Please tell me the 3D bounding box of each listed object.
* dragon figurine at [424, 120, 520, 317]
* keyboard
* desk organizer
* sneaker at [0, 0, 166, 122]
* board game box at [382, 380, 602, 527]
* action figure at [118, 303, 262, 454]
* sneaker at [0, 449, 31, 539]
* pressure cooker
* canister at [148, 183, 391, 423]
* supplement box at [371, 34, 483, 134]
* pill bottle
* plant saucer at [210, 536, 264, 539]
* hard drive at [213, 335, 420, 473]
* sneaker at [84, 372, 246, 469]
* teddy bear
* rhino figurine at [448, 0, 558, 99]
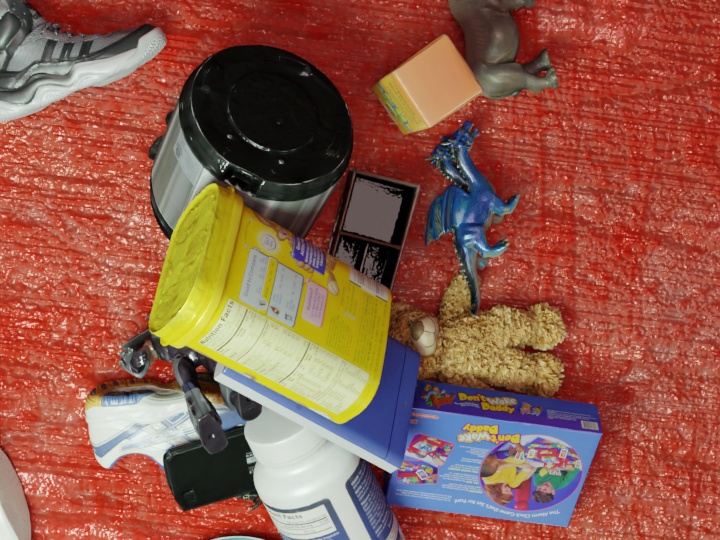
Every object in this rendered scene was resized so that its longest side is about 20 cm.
[{"bbox_3d":[0.100,-0.050,1.445,0.099,0.059,0.202,22,70,-12],"label":"dragon figurine"},{"bbox_3d":[-0.101,0.191,1.448,0.198,0.040,0.105,-14,120,-13],"label":"keyboard"},{"bbox_3d":[0.000,0.000,1.443,0.071,0.077,0.202,15,90,-6],"label":"desk organizer"},{"bbox_3d":[-0.299,-0.230,1.405,0.198,0.075,0.115,-22,96,-3],"label":"sneaker"},{"bbox_3d":[0.131,0.188,1.444,0.198,0.045,0.135,8,125,-6],"label":"board game box"},{"bbox_3d":[-0.163,0.084,1.388,0.130,0.200,0.070,-34,133,-9],"label":"action figure"},{"bbox_3d":[-0.373,0.273,1.418,0.088,0.075,0.202,-16,94,7],"label":"sneaker"},{"bbox_3d":[-0.114,-0.098,1.372,0.177,0.200,0.177,16,54,-13],"label":"pressure cooker"},{"bbox_3d":[-0.074,0.033,1.262,0.199,0.086,0.150,30,48,-24],"label":"canister"},{"bbox_3d":[0.062,-0.177,1.384,0.069,0.200,0.067,-35,95,-1],"label":"supplement box"},{"bbox_3d":[-0.038,0.218,1.394,0.110,0.111,0.201,-27,118,-5],"label":"pill bottle"},{"bbox_3d":[-0.129,0.372,1.464,0.198,0.027,0.202,0,92,-6],"label":"plant saucer"},{"bbox_3d":[-0.036,0.090,1.338,0.199,0.025,0.133,31,48,-22],"label":"hard drive"},{"bbox_3d":[-0.177,0.156,1.439,0.198,0.075,0.089,-3,103,1],"label":"sneaker"},{"bbox_3d":[0.120,0.076,1.463,0.198,0.067,0.146,22,87,-7],"label":"teddy bear"},{"bbox_3d":[0.137,-0.271,1.460,0.087,0.060,0.202,-16,90,5],"label":"rhino figurine"}]
